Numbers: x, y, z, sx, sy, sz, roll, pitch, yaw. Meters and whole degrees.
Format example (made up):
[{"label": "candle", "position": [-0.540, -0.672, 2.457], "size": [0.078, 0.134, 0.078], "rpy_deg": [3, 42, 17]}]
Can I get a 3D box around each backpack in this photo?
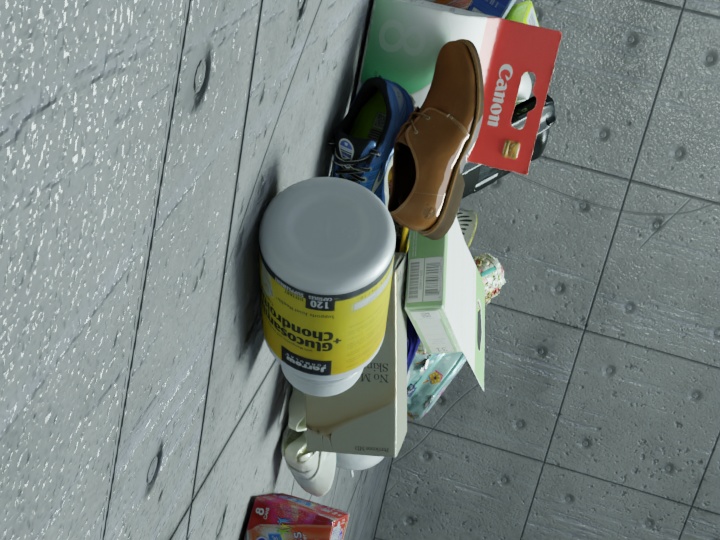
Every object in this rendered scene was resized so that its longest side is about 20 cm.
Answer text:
[{"label": "backpack", "position": [0.076, 0.105, 1.650], "size": [0.202, 0.152, 0.176], "rpy_deg": [-60, -178, 9]}]

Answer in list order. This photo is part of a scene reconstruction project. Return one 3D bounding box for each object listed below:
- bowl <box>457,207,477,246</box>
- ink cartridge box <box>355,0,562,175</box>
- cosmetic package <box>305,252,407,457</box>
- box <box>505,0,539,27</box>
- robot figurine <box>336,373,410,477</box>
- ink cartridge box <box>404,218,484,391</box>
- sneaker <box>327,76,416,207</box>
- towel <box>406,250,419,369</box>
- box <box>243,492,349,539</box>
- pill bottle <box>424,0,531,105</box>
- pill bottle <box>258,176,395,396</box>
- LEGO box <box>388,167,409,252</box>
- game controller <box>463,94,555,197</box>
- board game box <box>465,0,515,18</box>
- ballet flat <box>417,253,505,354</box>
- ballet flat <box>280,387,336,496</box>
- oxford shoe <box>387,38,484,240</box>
[{"label": "bowl", "position": [0.058, -0.028, 1.532], "size": [0.201, 0.094, 0.201], "rpy_deg": [-48, -165, 17]}, {"label": "ink cartridge box", "position": [0.096, -0.188, 1.187], "size": [0.050, 0.196, 0.164], "rpy_deg": [-66, 169, -66]}, {"label": "cosmetic package", "position": [-0.005, 0.085, 1.190], "size": [0.073, 0.101, 0.204], "rpy_deg": [-52, 142, -71]}, {"label": "box", "position": [0.104, -0.246, 1.324], "size": [0.048, 0.197, 0.123], "rpy_deg": [65, 28, -27]}, {"label": "robot figurine", "position": [-0.003, 0.176, 1.510], "size": [0.168, 0.112, 0.204], "rpy_deg": [16, 90, -42]}, {"label": "ink cartridge box", "position": [0.098, 0.028, 1.266], "size": [0.201, 0.047, 0.148], "rpy_deg": [63, 26, -54]}, {"label": "sneaker", "position": [-0.008, -0.099, 1.125], "size": [0.089, 0.077, 0.204], "rpy_deg": [29, 76, -65]}, {"label": "towel", "position": [0.052, 0.058, 1.338], "size": [0.201, 0.049, 0.149], "rpy_deg": [-64, 171, -48]}, {"label": "box", "position": [-0.075, 0.314, 1.291], "size": [0.200, 0.094, 0.101], "rpy_deg": [65, 41, -80]}, {"label": "pill bottle", "position": [0.145, -0.248, 1.430], "size": [0.113, 0.111, 0.202], "rpy_deg": [87, -23, -69]}, {"label": "pill bottle", "position": [-0.030, 0.023, 0.972], "size": [0.201, 0.110, 0.113], "rpy_deg": [94, 13, -54]}, {"label": "LEGO box", "position": [0.037, -0.103, 1.391], "size": [0.201, 0.076, 0.151], "rpy_deg": [-67, 168, -51]}, {"label": "game controller", "position": [0.146, -0.135, 1.334], "size": [0.198, 0.042, 0.105], "rpy_deg": [-28, 157, -21]}, {"label": "board game box", "position": [0.187, -0.363, 1.231], "size": [0.200, 0.043, 0.201], "rpy_deg": [-56, 178, -47]}, {"label": "ballet flat", "position": [0.108, 0.046, 1.483], "size": [0.064, 0.076, 0.200], "rpy_deg": [-20, 158, -50]}, {"label": "ballet flat", "position": [-0.063, 0.179, 1.298], "size": [0.070, 0.068, 0.203], "rpy_deg": [-61, 160, -63]}, {"label": "oxford shoe", "position": [0.071, -0.138, 1.111], "size": [0.071, 0.070, 0.204], "rpy_deg": [-6, -111, 58]}]
